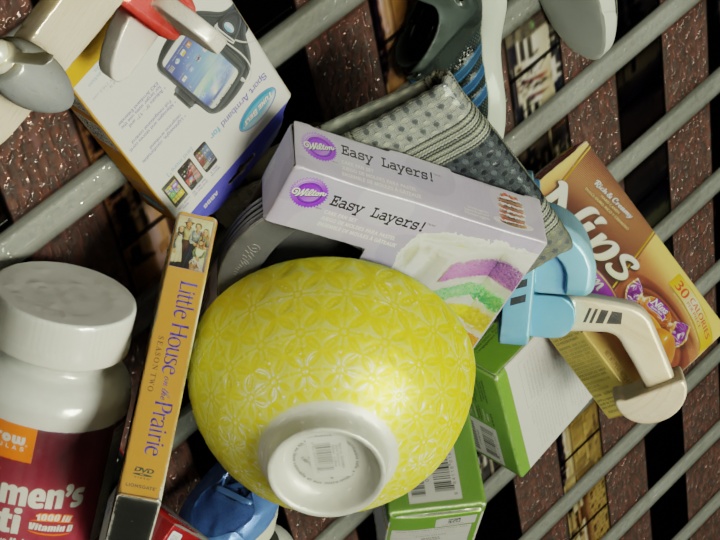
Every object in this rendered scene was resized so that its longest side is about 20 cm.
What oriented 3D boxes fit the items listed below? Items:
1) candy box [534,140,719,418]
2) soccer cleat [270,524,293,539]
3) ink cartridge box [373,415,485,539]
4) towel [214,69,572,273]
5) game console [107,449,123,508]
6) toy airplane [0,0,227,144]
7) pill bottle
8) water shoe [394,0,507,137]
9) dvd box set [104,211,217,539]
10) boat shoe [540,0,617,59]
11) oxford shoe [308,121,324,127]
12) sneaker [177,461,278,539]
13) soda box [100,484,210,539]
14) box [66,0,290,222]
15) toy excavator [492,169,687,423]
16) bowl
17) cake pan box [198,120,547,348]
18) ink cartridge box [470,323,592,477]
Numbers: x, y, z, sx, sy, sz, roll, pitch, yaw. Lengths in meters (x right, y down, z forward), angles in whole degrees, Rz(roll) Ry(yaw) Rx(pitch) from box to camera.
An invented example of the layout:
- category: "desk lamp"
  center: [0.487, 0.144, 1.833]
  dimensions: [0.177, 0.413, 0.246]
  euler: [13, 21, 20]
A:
- category: "candy box"
  center: [0.197, 0.007, 1.575]
  dimensions: [0.117, 0.200, 0.056]
  euler: [-38, -175, -25]
- category: "soccer cleat"
  center: [-0.110, 0.293, 1.509]
  dimensions: [0.200, 0.070, 0.086]
  euler: [-55, 145, -5]
- category: "ink cartridge box"
  center: [0.041, 0.161, 1.520]
  dimensions: [0.076, 0.148, 0.200]
  euler: [-5, 152, -7]
- category: "towel"
  center: [0.022, -0.037, 1.334]
  dimensions: [0.200, 0.035, 0.193]
  euler: [-27, 131, 19]
- category: "game console"
  center: [-0.220, 0.227, 1.365]
  dimensions: [0.200, 0.031, 0.177]
  euler: [-47, 139, -16]
- category: "toy airplane"
  center: [-0.136, -0.173, 1.027]
  dimensions: [0.199, 0.141, 0.200]
  euler: [-15, 117, -32]
- category: "pill bottle"
  center: [-0.206, 0.103, 1.210]
  dimensions: [0.109, 0.110, 0.200]
  euler: [-11, 124, -47]
- category: "water shoe"
  center: [0.061, -0.156, 1.400]
  dimensions: [0.079, 0.072, 0.200]
  euler: [-13, 132, -11]
- category: "dvd box set"
  center: [-0.130, 0.083, 1.220]
  dimensions: [0.146, 0.029, 0.200]
  euler: [114, -13, -59]
- category: "boat shoe"
  center: [0.174, -0.250, 1.447]
  dimensions: [0.064, 0.071, 0.200]
  euler: [-40, 140, -23]
- category: "oxford shoe"
  center: [0.001, -0.022, 1.408]
  dimensions: [0.071, 0.071, 0.200]
  euler: [-48, 146, -17]
- category: "sneaker"
  center: [-0.072, 0.125, 1.410]
  dimensions: [0.200, 0.077, 0.111]
  euler: [-43, 148, -36]
- category: "soda box"
  center: [-0.188, 0.255, 1.336]
  dimensions: [0.200, 0.070, 0.063]
  euler: [-57, 141, -5]
- category: "box"
  center: [-0.120, -0.119, 1.213]
  dimensions: [0.119, 0.041, 0.200]
  euler: [-50, 147, -12]
- category: "toy excavator"
  center: [0.160, 0.020, 1.483]
  dimensions: [0.100, 0.200, 0.195]
  euler: [-76, 169, -73]
- category: "bowl"
  center: [-0.021, 0.100, 1.278]
  dimensions: [0.200, 0.108, 0.200]
  euler: [0, 126, 0]
- category: "cake pan box"
  center: [0.000, 0.000, 1.311]
  dimensions: [0.200, 0.052, 0.184]
  euler: [17, 128, -20]
- category: "ink cartridge box"
  center: [0.164, 0.058, 1.666]
  dimensions: [0.200, 0.076, 0.148]
  euler: [-45, 143, -24]
